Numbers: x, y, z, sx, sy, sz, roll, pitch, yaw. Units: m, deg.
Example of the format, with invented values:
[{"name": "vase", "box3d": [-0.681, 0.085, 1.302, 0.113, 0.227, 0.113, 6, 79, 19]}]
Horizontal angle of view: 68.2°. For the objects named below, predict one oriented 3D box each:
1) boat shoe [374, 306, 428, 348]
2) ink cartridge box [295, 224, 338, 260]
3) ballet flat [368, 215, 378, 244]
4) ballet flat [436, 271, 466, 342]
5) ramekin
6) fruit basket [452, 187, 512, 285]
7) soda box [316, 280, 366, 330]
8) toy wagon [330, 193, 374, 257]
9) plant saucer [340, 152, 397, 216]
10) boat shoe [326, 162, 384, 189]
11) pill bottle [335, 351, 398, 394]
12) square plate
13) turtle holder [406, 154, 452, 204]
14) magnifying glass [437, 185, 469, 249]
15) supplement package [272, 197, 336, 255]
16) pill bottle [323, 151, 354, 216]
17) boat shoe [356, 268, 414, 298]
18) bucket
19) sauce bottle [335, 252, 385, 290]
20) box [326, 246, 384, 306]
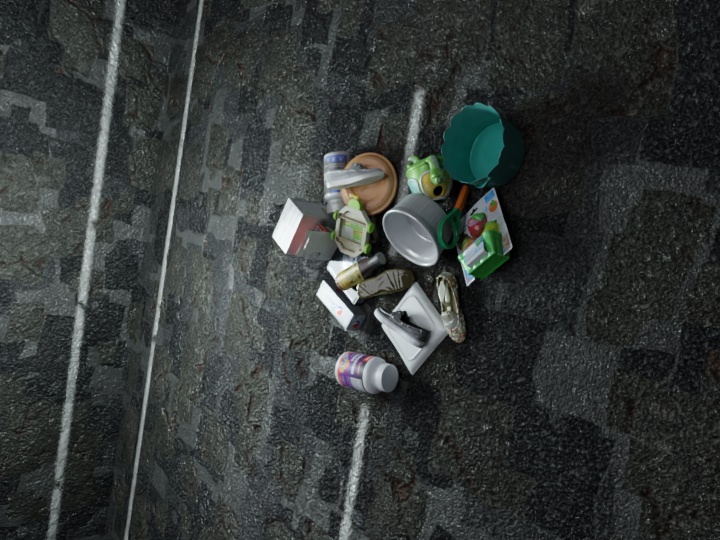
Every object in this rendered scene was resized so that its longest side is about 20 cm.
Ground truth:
[{"name": "boat shoe", "box3d": [0.123, 0.152, 1.584, 0.199, 0.069, 0.068, 36, 103, 41]}, {"name": "ink cartridge box", "box3d": [-0.137, -0.096, 1.818, 0.050, 0.197, 0.111, 45, 116, 37]}, {"name": "ballet flat", "box3d": [0.020, -0.186, 1.775, 0.066, 0.046, 0.206, -19, 73, 42]}, {"name": "ballet flat", "box3d": [0.248, 0.103, 1.500, 0.075, 0.063, 0.206, -22, 71, 38]}, {"name": "ramekin", "box3d": [0.167, -0.120, 1.518, 0.198, 0.203, 0.098, 19, 56, 45]}, {"name": "fruit basket", "box3d": [0.316, -0.091, 1.427, 0.185, 0.092, 0.205, -45, 47, 43]}, {"name": "soda box", "box3d": [-0.067, 0.118, 1.819, 0.200, 0.067, 0.065, 45, 116, 38]}, {"name": "toy wagon", "box3d": [-0.022, -0.148, 1.721, 0.152, 0.039, 0.206, 22, 114, 31]}, {"name": "plant saucer", "box3d": [0.024, -0.282, 1.729, 0.194, 0.032, 0.207, -1, 87, 19]}, {"name": "boat shoe", "box3d": [-0.019, -0.308, 1.698, 0.195, 0.072, 0.071, -9, 84, 26]}, {"name": "pill bottle", "box3d": [0.021, 0.325, 1.678, 0.197, 0.110, 0.115, 1, 87, 45]}, {"name": "square plate", "box3d": [0.157, 0.174, 1.612, 0.202, 0.028, 0.200, -54, 52, 27]}, {"name": "turtle holder", "box3d": [0.211, -0.263, 1.511, 0.184, 0.138, 0.136, -20, 80, 60]}, {"name": "magnifying glass", "box3d": [0.260, -0.149, 1.468, 0.022, 0.080, 0.203, 0, 56, 47]}, {"name": "supplement package", "box3d": [-0.181, -0.145, 1.869, 0.111, 0.197, 0.158, 45, 116, 37]}, {"name": "pill bottle", "box3d": [-0.071, -0.294, 1.831, 0.112, 0.112, 0.207, -8, 81, 44]}, {"name": "boat shoe", "box3d": [0.083, 0.040, 1.674, 0.196, 0.066, 0.074, -18, 85, 24]}, {"name": "bucket", "box3d": [0.326, -0.321, 1.410, 0.204, 0.133, 0.214, -7, 80, 44]}, {"name": "sauce bottle", "box3d": [0.000, 0.000, 1.702, 0.198, 0.065, 0.068, -34, 63, 39]}, {"name": "box", "box3d": [-0.020, -0.007, 1.800, 0.201, 0.043, 0.162, 52, 122, 35]}]
